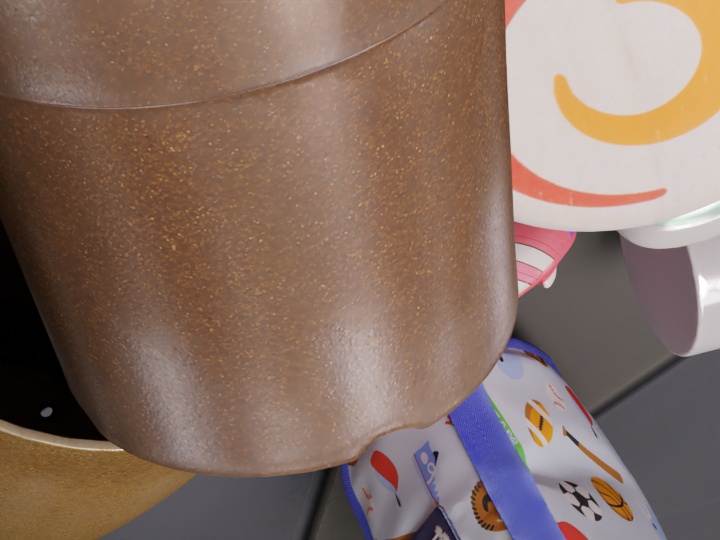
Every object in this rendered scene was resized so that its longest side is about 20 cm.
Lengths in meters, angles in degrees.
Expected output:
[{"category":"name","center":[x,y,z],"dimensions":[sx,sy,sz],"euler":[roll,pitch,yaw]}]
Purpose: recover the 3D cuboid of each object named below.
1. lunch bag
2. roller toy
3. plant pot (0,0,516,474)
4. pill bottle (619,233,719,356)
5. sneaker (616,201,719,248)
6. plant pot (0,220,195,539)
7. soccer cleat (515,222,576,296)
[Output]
[{"category":"lunch bag","center":[0.076,0.130,1.116],"dimensions":[0.124,0.170,0.200],"euler":[-28,157,-1]},{"category":"roller toy","center":[0.088,-0.120,0.896],"dimensions":[0.200,0.140,0.182],"euler":[22,125,-29]},{"category":"plant pot","center":[-0.038,-0.059,0.749],"dimensions":[0.200,0.200,0.199],"euler":[-18,127,-9]},{"category":"pill bottle","center":[0.224,-0.026,1.093],"dimensions":[0.200,0.113,0.113],"euler":[-15,140,-13]},{"category":"sneaker","center":[0.168,-0.102,1.000],"dimensions":[0.200,0.074,0.118],"euler":[-41,147,-4]},{"category":"plant pot","center":[-0.124,0.031,0.942],"dimensions":[0.186,0.187,0.200],"euler":[-6,151,-23]},{"category":"soccer cleat","center":[0.000,0.000,1.048],"dimensions":[0.200,0.067,0.077],"euler":[-23,117,-10]}]
